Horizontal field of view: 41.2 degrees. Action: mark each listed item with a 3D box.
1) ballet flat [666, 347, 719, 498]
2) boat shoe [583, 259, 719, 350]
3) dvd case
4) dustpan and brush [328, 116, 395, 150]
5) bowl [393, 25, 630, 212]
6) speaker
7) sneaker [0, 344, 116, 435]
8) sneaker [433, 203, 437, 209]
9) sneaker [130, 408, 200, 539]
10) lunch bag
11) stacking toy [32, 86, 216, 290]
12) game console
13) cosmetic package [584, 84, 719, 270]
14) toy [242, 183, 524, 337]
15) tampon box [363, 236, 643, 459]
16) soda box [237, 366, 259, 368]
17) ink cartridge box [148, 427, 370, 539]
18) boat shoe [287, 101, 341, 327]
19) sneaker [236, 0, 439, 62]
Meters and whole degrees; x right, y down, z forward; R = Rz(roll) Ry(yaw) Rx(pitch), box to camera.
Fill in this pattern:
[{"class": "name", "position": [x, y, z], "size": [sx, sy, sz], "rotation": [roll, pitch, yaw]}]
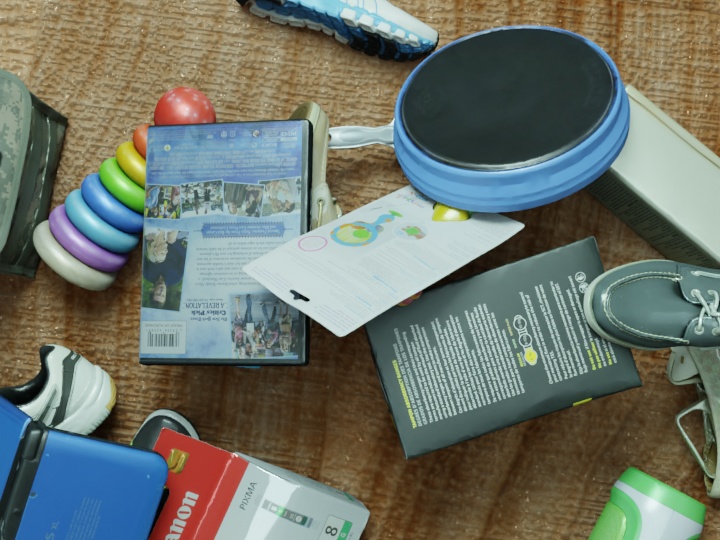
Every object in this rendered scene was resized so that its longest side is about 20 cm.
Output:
[{"class": "ballet flat", "position": [0.309, 0.109, 0.861], "size": [0.062, 0.067, 0.201], "rotation": [-17, 85, 10]}, {"class": "boat shoe", "position": [0.272, 0.026, 0.744], "size": [0.199, 0.062, 0.073], "rotation": [4, 81, -15]}, {"class": "dvd case", "position": [-0.109, -0.022, 0.782], "size": [0.142, 0.018, 0.201], "rotation": [-1, 83, 11]}, {"class": "dustpan and brush", "position": [0.057, -0.124, 0.884], "size": [0.199, 0.057, 0.140], "rotation": [-5, 86, 1]}, {"class": "bowl", "position": [0.123, -0.135, 0.802], "size": [0.200, 0.039, 0.201], "rotation": [-8, 48, 9]}, {"class": "speaker", "position": [0.224, 0.278, 0.838], "size": [0.088, 0.088, 0.201], "rotation": [28, 87, 3]}, {"class": "sneaker", "position": [-0.316, 0.150, 0.855], "size": [0.200, 0.076, 0.088], "rotation": [-48, 119, -11]}, {"class": "sneaker", "position": [0.000, 0.000, 0.873], "size": [0.199, 0.083, 0.081], "rotation": [-19, 66, 15]}, {"class": "sneaker", "position": [-0.199, 0.223, 0.854], "size": [0.071, 0.083, 0.201], "rotation": [20, 87, 2]}, {"class": "lunch bag", "position": [-0.341, -0.086, 0.822], "size": [0.117, 0.200, 0.165], "rotation": [10, 85, 3]}, {"class": "stacking toy", "position": [-0.203, -0.081, 0.854], "size": [0.085, 0.085, 0.200], "rotation": [41, 102, 4]}, {"class": "game console", "position": [-0.276, 0.213, 0.802], "size": [0.170, 0.118, 0.201], "rotation": [18, 94, -23]}, {"class": "cosmetic package", "position": [0.281, -0.065, 0.854], "size": [0.200, 0.104, 0.073], "rotation": [40, 87, 3]}, {"class": "toy", "position": [0.022, -0.004, 0.753], "size": [0.200, 0.047, 0.115], "rotation": [-31, 44, -31]}, {"class": "tampon box", "position": [0.112, 0.068, 0.824], "size": [0.199, 0.150, 0.127], "rotation": [-17, 85, 0]}, {"class": "soda box", "position": [-0.121, -0.015, 0.868], "size": [0.068, 0.064, 0.201], "rotation": [9, 85, -32]}, {"class": "ink cartridge box", "position": [-0.110, 0.245, 0.830], "size": [0.199, 0.050, 0.162], "rotation": [26, 87, -25]}, {"class": "boat shoe", "position": [-0.052, -0.044, 0.827], "size": [0.065, 0.072, 0.201], "rotation": [15, 80, -25]}, {"class": "sneaker", "position": [-0.014, -0.262, 0.893], "size": [0.199, 0.075, 0.087], "rotation": [22, 81, 3]}]
